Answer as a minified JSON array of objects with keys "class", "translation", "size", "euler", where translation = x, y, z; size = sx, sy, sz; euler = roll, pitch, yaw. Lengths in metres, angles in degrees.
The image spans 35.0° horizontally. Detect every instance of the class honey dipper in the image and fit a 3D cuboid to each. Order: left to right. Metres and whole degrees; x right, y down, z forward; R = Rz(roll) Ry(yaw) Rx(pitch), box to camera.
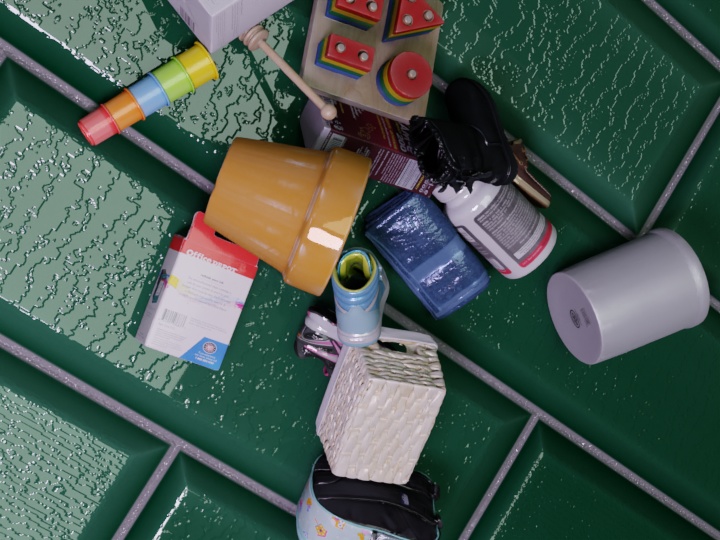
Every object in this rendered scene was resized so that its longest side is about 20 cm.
[{"class":"honey dipper","translation":[-0.103,-0.284,1.596],"size":[0.038,0.038,0.200],"euler":[-43,80,-12]}]

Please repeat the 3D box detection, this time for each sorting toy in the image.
[{"class":"sorting toy","translation":[0.029,-0.336,1.651],"size":[0.199,0.070,0.200],"euler":[15,75,-23]}]

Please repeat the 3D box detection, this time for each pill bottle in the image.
[{"class":"pill bottle","translation":[0.198,-0.088,1.749],"size":[0.200,0.111,0.111],"euler":[42,80,-21]}]

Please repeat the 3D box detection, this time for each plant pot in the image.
[{"class":"plant pot","translation":[-0.105,-0.090,1.543],"size":[0.183,0.200,0.200],"euler":[21,88,-5]}]

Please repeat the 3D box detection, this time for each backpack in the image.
[{"class":"backpack","translation":[0.002,0.365,1.687],"size":[0.200,0.176,0.153],"euler":[23,118,-12]}]

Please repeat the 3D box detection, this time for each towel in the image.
[{"class":"towel","translation":[0.102,-0.026,1.731],"size":[0.112,0.049,0.200],"euler":[-35,109,14]}]

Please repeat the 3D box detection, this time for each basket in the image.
[{"class":"basket","translation":[0.029,0.197,1.651],"size":[0.135,0.123,0.200],"euler":[10,119,-16]}]

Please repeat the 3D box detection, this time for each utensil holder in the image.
[{"class":"utensil holder","translation":[0.423,0.043,1.828],"size":[0.200,0.170,0.170],"euler":[-21,103,-16]}]

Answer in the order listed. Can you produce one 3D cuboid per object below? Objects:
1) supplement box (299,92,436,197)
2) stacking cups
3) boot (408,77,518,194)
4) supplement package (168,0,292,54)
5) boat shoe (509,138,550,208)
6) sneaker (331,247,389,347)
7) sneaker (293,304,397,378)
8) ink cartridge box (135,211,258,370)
[{"class":"supplement box","translation":[0.018,-0.185,1.661],"size":[0.200,0.109,0.061],"euler":[16,125,-24]},{"class":"stacking cups","translation":[-0.295,-0.242,1.567],"size":[0.200,0.061,0.061],"euler":[-31,106,-12]},{"class":"boot","translation":[0.133,-0.199,1.643],"size":[0.162,0.073,0.198],"euler":[-2,62,-43]},{"class":"supplement package","translation":[-0.157,-0.412,1.548],"size":[0.200,0.120,0.121],"euler":[-36,83,-14]},{"class":"boat shoe","translation":[0.231,-0.175,1.778],"size":[0.200,0.072,0.072],"euler":[39,82,-15]},{"class":"sneaker","translation":[0.000,0.000,1.625],"size":[0.079,0.200,0.131],"euler":[-4,127,1]},{"class":"sneaker","translation":[-0.016,0.129,1.718],"size":[0.200,0.080,0.086],"euler":[31,102,-19]},{"class":"ink cartridge box","translation":[-0.225,0.026,1.614],"size":[0.116,0.067,0.200],"euler":[22,87,-24]}]
